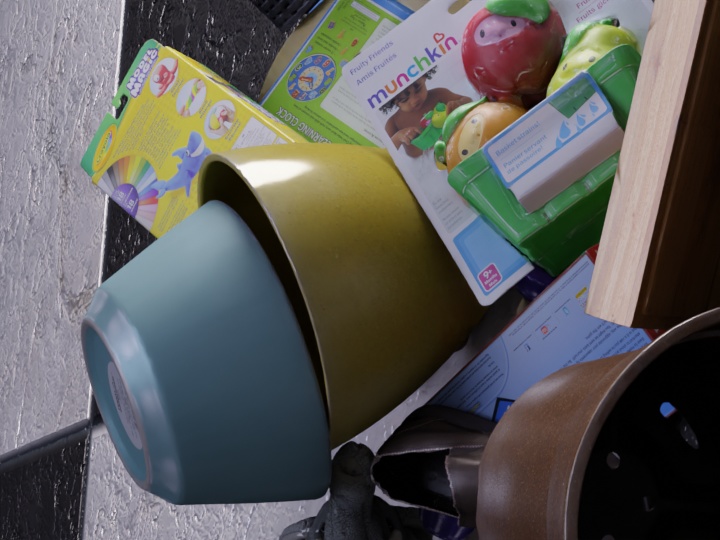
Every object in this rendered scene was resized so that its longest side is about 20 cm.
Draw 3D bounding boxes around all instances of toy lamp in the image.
[{"bbox_3d":[0.086,0.085,1.356,0.058,0.058,0.200,-121,45,-56],"label":"toy lamp"}]

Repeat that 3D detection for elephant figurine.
[{"bbox_3d":[0.002,0.208,1.403,0.155,0.141,0.200,-4,88,50],"label":"elephant figurine"}]

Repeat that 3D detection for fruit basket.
[{"bbox_3d":[0.098,-0.107,1.255,0.185,0.094,0.200,-36,64,12],"label":"fruit basket"}]

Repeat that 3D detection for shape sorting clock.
[{"bbox_3d":[0.005,-0.118,1.461,0.200,0.039,0.200,-18,56,29],"label":"shape sorting clock"}]

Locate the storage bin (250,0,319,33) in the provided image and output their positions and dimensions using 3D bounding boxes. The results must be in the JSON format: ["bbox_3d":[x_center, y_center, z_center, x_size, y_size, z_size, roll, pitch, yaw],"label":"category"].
[{"bbox_3d":[-0.016,-0.284,1.547,0.200,0.094,0.135,-43,10,16],"label":"storage bin"}]

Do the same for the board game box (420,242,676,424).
[{"bbox_3d":[0.117,0.076,1.257,0.103,0.019,0.200,55,139,11],"label":"board game box"}]

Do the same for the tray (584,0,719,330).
[{"bbox_3d":[0.184,-0.068,1.127,0.037,0.099,0.200,18,100,42],"label":"tray"}]

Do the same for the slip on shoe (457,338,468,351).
[{"bbox_3d":[0.003,0.003,1.504,0.200,0.076,0.061,18,138,39],"label":"slip on shoe"}]

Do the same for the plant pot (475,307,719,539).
[{"bbox_3d":[0.156,0.119,1.031,0.198,0.200,0.201,168,109,-73],"label":"plant pot"}]

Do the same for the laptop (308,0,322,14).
[{"bbox_3d":[-0.061,-0.128,1.589,0.116,0.200,0.187,66,165,-20],"label":"laptop"}]

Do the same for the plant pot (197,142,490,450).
[{"bbox_3d":[0.000,0.000,1.335,0.200,0.142,0.200,55,156,38],"label":"plant pot"}]

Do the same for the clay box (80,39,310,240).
[{"bbox_3d":[-0.113,-0.075,1.483,0.200,0.048,0.115,39,102,45],"label":"clay box"}]

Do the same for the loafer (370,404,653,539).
[{"bbox_3d":[0.085,0.132,1.252,0.200,0.071,0.073,4,115,45],"label":"loafer"}]

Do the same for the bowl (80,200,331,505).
[{"bbox_3d":[-0.106,0.066,1.315,0.201,0.105,0.201,55,156,40],"label":"bowl"}]

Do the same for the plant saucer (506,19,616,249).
[{"bbox_3d":[0.103,-0.104,1.379,0.200,0.034,0.201,-164,90,-70],"label":"plant saucer"}]
